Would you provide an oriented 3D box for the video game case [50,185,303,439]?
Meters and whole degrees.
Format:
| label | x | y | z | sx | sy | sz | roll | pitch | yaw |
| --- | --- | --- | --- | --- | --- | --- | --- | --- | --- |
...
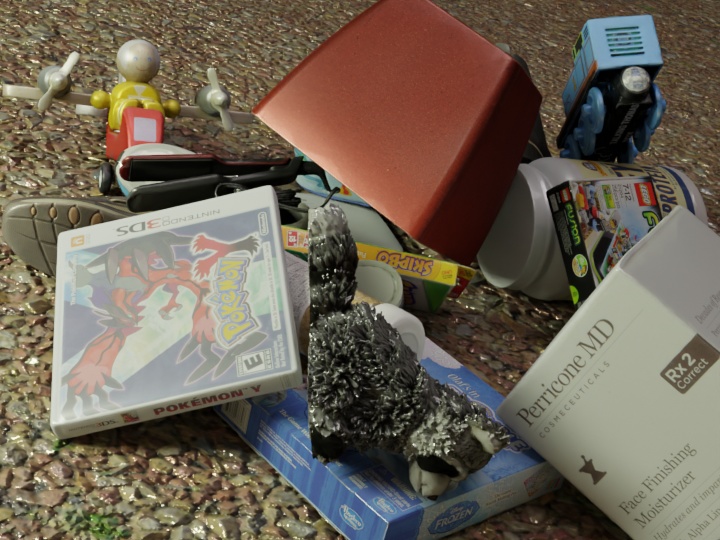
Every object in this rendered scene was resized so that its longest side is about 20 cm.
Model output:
| label | x | y | z | sx | sy | sz | roll | pitch | yaw |
| --- | --- | --- | --- | --- | --- | --- | --- | --- | --- |
| video game case | -0.144 | 0.025 | 0.938 | 0.182 | 0.023 | 0.200 | -13 | 47 | 2 |

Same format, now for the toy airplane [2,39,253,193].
| label | x | y | z | sx | sy | sz | roll | pitch | yaw |
| --- | --- | --- | --- | --- | --- | --- | --- | --- | --- |
| toy airplane | -0.237 | -0.177 | 1.288 | 0.199 | 0.141 | 0.200 | 25 | 29 | 22 |

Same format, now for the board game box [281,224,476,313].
| label | x | y | z | sx | sy | sz | roll | pitch | yaw |
| --- | --- | --- | --- | --- | --- | --- | --- | --- | --- |
| board game box | 0.000 | 0.000 | 1.128 | 0.200 | 0.030 | 0.096 | 10 | -18 | -4 |

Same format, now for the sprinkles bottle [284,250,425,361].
| label | x | y | z | sx | sy | sz | roll | pitch | yaw |
| --- | --- | --- | --- | --- | --- | --- | --- | --- | --- |
| sprinkles bottle | -0.044 | 0.029 | 0.972 | 0.200 | 0.068 | 0.068 | 27 | 29 | 35 |

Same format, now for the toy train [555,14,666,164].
| label | x | y | z | sx | sy | sz | roll | pitch | yaw |
| --- | --- | --- | --- | --- | --- | --- | --- | --- | --- |
| toy train | 0.254 | -0.174 | 1.268 | 0.086 | 0.200 | 0.114 | -4 | 71 | -4 |

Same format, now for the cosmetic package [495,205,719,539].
| label | x | y | z | sx | sy | sz | roll | pitch | yaw |
| --- | --- | --- | --- | --- | --- | --- | --- | --- | --- |
| cosmetic package | 0.245 | 0.091 | 0.924 | 0.200 | 0.165 | 0.165 | 41 | 33 | 11 |

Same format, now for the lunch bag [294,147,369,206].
| label | x | y | z | sx | sy | sz | roll | pitch | yaw |
| --- | --- | --- | --- | --- | --- | --- | --- | --- | --- |
| lunch bag | 0.035 | -0.143 | 1.333 | 0.200 | 0.083 | 0.161 | 13 | 46 | 14 |

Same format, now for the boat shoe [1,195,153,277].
| label | x | y | z | sx | sy | sz | roll | pitch | yaw |
| --- | --- | --- | --- | --- | --- | --- | --- | --- | --- |
| boat shoe | -0.221 | -0.029 | 1.101 | 0.200 | 0.075 | 0.073 | 12 | 16 | -23 |

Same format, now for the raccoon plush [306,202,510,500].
| label | x | y | z | sx | sy | sz | roll | pitch | yaw |
| --- | --- | --- | --- | --- | --- | --- | --- | --- | --- |
| raccoon plush | 0.032 | 0.056 | 0.834 | 0.134 | 0.200 | 0.097 | -1 | 15 | 2 |

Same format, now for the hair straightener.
| label | x | y | z | sx | sy | sz | roll | pitch | yaw |
| --- | --- | --- | --- | --- | --- | --- | --- | --- | --- |
| hair straightener | -0.109 | -0.064 | 1.088 | 0.200 | 0.041 | 0.077 | -1 | 57 | -23 |

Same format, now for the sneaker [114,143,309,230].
| label | x | y | z | sx | sy | sz | roll | pitch | yaw |
| --- | --- | --- | --- | --- | --- | --- | --- | --- | --- |
| sneaker | -0.132 | -0.077 | 1.156 | 0.200 | 0.087 | 0.075 | 20 | 70 | -8 |

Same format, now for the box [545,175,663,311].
| label | x | y | z | sx | sy | sz | roll | pitch | yaw |
| --- | --- | --- | --- | --- | --- | --- | --- | --- | --- |
| box | 0.243 | 0.014 | 1.127 | 0.110 | 0.200 | 0.035 | -6 | -12 | -34 |

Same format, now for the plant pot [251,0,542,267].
| label | x | y | z | sx | sy | sz | roll | pitch | yaw |
| --- | --- | --- | --- | --- | --- | --- | --- | --- | --- |
| plant pot | 0.056 | -0.140 | 1.137 | 0.200 | 0.176 | 0.200 | 39 | 7 | 18 |

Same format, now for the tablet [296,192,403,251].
| label | x | y | z | sx | sy | sz | roll | pitch | yaw |
| --- | --- | --- | --- | --- | --- | --- | --- | --- | --- |
| tablet | -0.067 | -0.052 | 1.272 | 0.200 | 0.014 | 0.130 | 1 | 30 | -24 |

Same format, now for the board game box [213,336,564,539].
| label | x | y | z | sx | sy | sz | roll | pitch | yaw |
| --- | --- | --- | --- | --- | --- | --- | --- | --- | --- |
| board game box | 0.025 | 0.122 | 0.947 | 0.199 | 0.043 | 0.200 | -11 | 36 | -41 |

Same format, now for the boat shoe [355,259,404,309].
| label | x | y | z | sx | sy | sz | roll | pitch | yaw |
| --- | --- | --- | --- | --- | --- | --- | --- | --- | --- |
| boat shoe | -0.061 | 0.024 | 1.078 | 0.201 | 0.061 | 0.072 | 6 | 67 | 9 |

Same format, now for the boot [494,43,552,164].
| label | x | y | z | sx | sy | sz | roll | pitch | yaw |
| --- | --- | --- | --- | --- | --- | --- | --- | --- | --- |
| boot | 0.185 | -0.146 | 1.353 | 0.077 | 0.139 | 0.200 | -6 | -21 | 15 |

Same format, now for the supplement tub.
| label | x | y | z | sx | sy | sz | roll | pitch | yaw |
| --- | --- | --- | --- | --- | --- | --- | --- | --- | --- |
| supplement tub | 0.231 | -0.040 | 1.248 | 0.200 | 0.145 | 0.145 | 2 | 29 | -23 |
